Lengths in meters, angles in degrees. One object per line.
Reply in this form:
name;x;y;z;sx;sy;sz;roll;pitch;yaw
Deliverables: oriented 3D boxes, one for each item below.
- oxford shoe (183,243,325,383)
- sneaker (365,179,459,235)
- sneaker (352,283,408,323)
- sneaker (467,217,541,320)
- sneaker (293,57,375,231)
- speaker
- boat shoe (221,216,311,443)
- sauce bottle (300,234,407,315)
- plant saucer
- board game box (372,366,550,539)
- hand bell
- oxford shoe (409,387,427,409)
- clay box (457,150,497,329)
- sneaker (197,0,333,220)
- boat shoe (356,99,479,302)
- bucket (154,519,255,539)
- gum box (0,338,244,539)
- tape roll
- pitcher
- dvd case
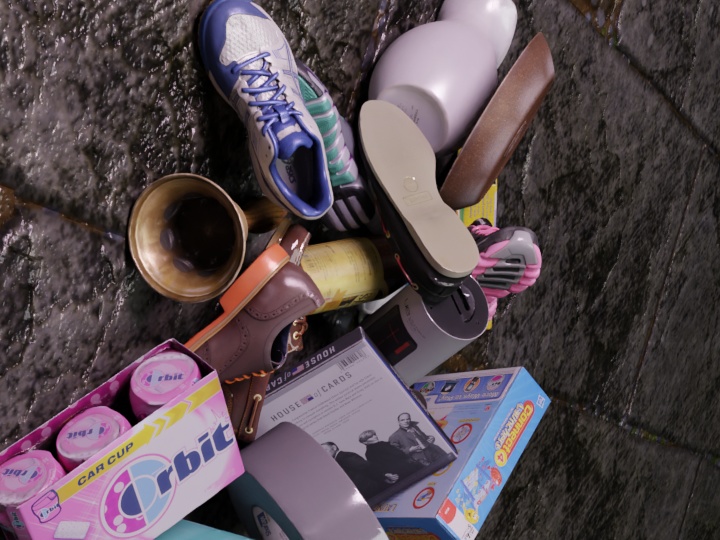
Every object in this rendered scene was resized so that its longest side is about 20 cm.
oxford shoe;-0.108;0.072;1.271;0.200;0.072;0.071;-50;177;25
sneaker;0.050;-0.064;1.551;0.080;0.078;0.200;-61;159;-15
sneaker;0.039;0.055;1.607;0.087;0.075;0.200;-55;141;-13
sneaker;0.122;-0.016;1.511;0.200;0.078;0.096;133;-34;-64
sneaker;-0.045;-0.130;1.391;0.088;0.074;0.201;-91;162;-46
speaker;0.038;0.071;1.472;0.081;0.200;0.082;18;55;-27
boat shoe;-0.082;0.055;1.340;0.070;0.070;0.201;-45;160;-77
sauce bottle;0.000;0.000;1.442;0.199;0.066;0.067;-10;114;-33
plant saucer;0.136;-0.135;1.470;0.201;0.037;0.200;-58;174;-10
board game box;0.074;0.197;1.588;0.056;0.199;0.196;48;58;-23
hand bell;-0.108;-0.042;1.304;0.200;0.103;0.105;-28;127;-68
oxford shoe;-0.018;0.195;1.569;0.200;0.071;0.072;-44;122;-19
clay box;0.126;-0.050;1.674;0.115;0.047;0.201;-81;170;-65
sneaker;-0.068;-0.134;1.261;0.075;0.088;0.201;-30;118;-10
boat shoe;0.041;-0.066;1.396;0.073;0.202;0.063;-10;153;-31
bucket;-0.159;0.311;1.303;0.207;0.134;0.209;-33;131;-49
gum box;-0.196;0.160;1.194;0.200;0.066;0.114;-35;133;-27
tape roll;-0.042;0.237;1.362;0.066;0.200;0.201;-32;134;-19
pitcher;0.079;-0.176;1.526;0.200;0.120;0.172;-56;163;-50
dvd case;-0.014;0.155;1.456;0.150;0.025;0.200;-30;129;9
